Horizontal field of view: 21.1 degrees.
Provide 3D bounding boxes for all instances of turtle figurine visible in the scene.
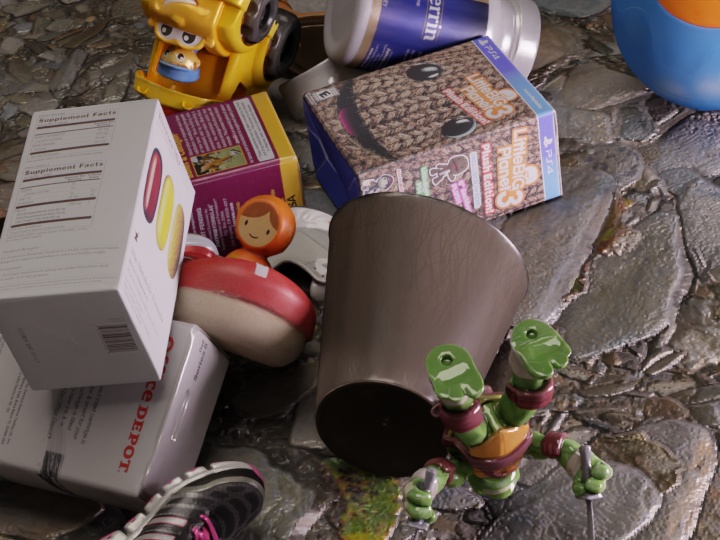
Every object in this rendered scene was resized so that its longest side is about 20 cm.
[{"bbox_3d":[0.107,0.143,1.390,0.143,0.195,0.201,9,51,14],"label":"turtle figurine"}]

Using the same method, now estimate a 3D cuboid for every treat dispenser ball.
[{"bbox_3d":[0.342,-0.255,1.869,0.199,0.202,0.202,-6,37,4],"label":"treat dispenser ball"}]

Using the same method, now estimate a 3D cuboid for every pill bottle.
[{"bbox_3d":[0.072,-0.244,1.933,0.198,0.116,0.116,10,32,-19],"label":"pill bottle"}]

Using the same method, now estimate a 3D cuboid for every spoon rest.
[{"bbox_3d":[0.013,-0.220,1.993,0.199,0.100,0.061,-30,-2,-19],"label":"spoon rest"}]

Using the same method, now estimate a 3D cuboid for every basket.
[{"bbox_3d":[0.039,0.057,1.580,0.179,0.136,0.201,22,45,-6],"label":"basket"}]

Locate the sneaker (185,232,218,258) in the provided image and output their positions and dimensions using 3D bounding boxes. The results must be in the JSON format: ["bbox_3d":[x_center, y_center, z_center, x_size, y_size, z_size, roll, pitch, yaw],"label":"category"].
[{"bbox_3d":[-0.212,0.038,1.704,0.199,0.072,0.113,-20,34,-2],"label":"sneaker"}]

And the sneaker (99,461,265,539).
[{"bbox_3d":[-0.143,0.222,1.451,0.199,0.074,0.087,-33,42,-21],"label":"sneaker"}]

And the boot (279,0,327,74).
[{"bbox_3d":[-0.084,-0.270,2.084,0.198,0.074,0.155,-6,33,0],"label":"boot"}]

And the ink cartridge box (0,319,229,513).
[{"bbox_3d":[-0.224,0.106,1.562,0.199,0.084,0.147,11,72,23],"label":"ink cartridge box"}]

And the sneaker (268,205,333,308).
[{"bbox_3d":[0.000,0.000,1.722,0.199,0.076,0.092,1,45,26],"label":"sneaker"}]

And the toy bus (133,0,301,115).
[{"bbox_3d":[-0.163,-0.198,1.902,0.135,0.200,0.193,22,83,16],"label":"toy bus"}]

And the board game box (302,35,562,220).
[{"bbox_3d":[0.067,-0.119,1.831,0.199,0.097,0.160,-19,38,-12],"label":"board game box"}]

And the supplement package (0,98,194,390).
[{"bbox_3d":[-0.207,-0.022,1.511,0.109,0.114,0.201,-5,49,12],"label":"supplement package"}]

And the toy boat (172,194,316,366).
[{"bbox_3d":[-0.094,0.000,1.620,0.130,0.132,0.200,20,3,-10],"label":"toy boat"}]

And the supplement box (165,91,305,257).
[{"bbox_3d":[-0.160,-0.074,1.814,0.198,0.104,0.131,-14,37,-8],"label":"supplement box"}]

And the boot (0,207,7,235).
[{"bbox_3d":[-0.443,-0.031,1.834,0.199,0.074,0.154,-25,39,-38],"label":"boot"}]
